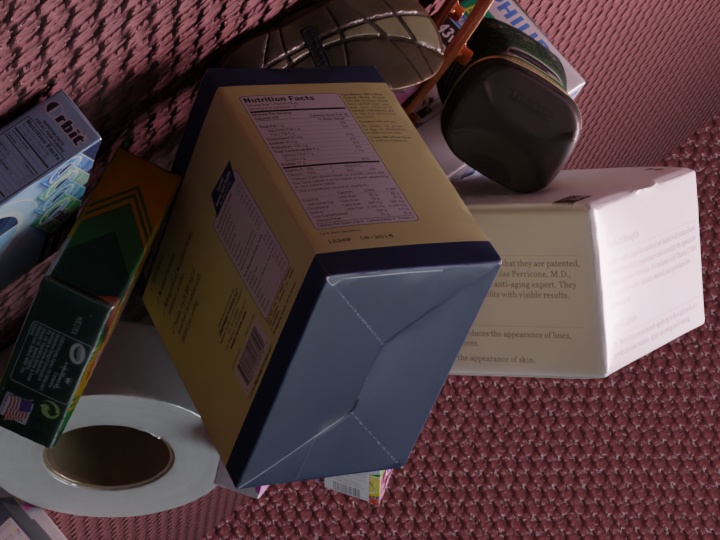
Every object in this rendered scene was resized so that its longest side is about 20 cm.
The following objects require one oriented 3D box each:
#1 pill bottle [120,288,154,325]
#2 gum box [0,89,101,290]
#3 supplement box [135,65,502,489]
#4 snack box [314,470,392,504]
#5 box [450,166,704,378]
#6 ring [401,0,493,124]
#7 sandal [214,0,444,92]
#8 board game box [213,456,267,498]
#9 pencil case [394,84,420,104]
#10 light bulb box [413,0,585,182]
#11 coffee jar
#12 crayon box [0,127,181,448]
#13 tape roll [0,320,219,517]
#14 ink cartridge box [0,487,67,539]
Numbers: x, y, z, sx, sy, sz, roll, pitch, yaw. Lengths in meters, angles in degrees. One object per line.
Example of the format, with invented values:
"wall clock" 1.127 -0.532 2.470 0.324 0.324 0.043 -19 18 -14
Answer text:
"pill bottle" -0.121 0.022 1.874 0.200 0.109 0.109 -40 171 -7
"gum box" -0.258 -0.010 1.363 0.200 0.045 0.170 -36 171 -23
"supplement box" -0.036 0.001 1.486 0.134 0.200 0.201 -4 136 -31
"snack box" 0.016 0.075 1.852 0.200 0.067 0.169 89 19 -60
"box" 0.138 -0.002 1.721 0.199 0.132 0.199 1 -170 31
"ring" 0.075 -0.187 1.731 0.201 0.019 0.201 -54 -170 13
"sandal" -0.028 -0.147 1.577 0.199 0.082 0.054 -27 -172 -32
"board game box" -0.048 0.052 1.771 0.200 0.041 0.201 -49 155 -66
"pencil case" -0.038 -0.108 1.698 0.200 0.083 0.087 -46 -164 28
"light bulb box" 0.058 -0.115 1.919 0.200 0.125 0.198 -35 169 -28
"coffee jar" 0.113 -0.129 1.719 0.086 0.104 0.200 -58 -172 15
"crayon box" -0.176 0.007 1.463 0.200 0.051 0.127 -72 -173 -56
"tape roll" -0.200 0.121 1.777 0.201 0.071 0.203 -2 145 -1
"ink cartridge box" -0.299 0.234 1.856 0.067 0.200 0.117 -35 170 -29
